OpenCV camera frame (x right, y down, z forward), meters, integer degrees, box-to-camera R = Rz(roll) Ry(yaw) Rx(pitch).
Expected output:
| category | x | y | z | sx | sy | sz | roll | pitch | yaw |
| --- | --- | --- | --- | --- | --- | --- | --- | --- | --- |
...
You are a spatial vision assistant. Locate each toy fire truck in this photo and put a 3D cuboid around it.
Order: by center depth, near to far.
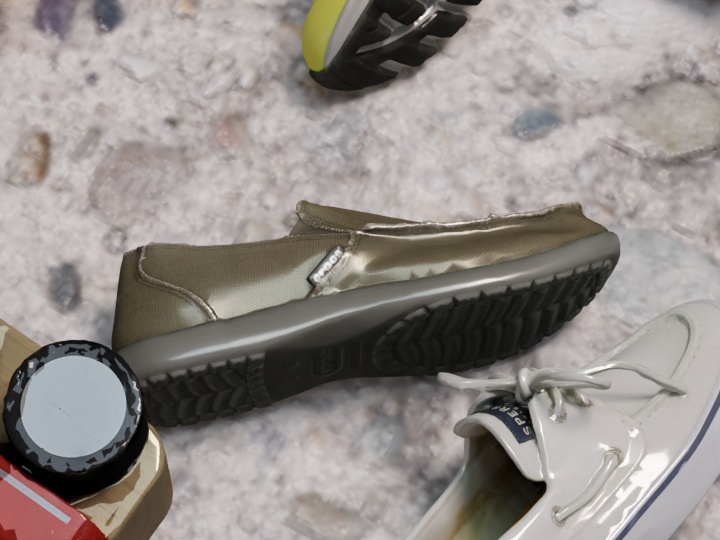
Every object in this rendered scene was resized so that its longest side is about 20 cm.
| category | x | y | z | sx | sy | sz | roll | pitch | yaw |
| --- | --- | --- | --- | --- | --- | --- | --- | --- | --- |
| toy fire truck | -0.182 | 0.083 | 0.733 | 0.175 | 0.129 | 0.201 | 33 | 72 | 11 |

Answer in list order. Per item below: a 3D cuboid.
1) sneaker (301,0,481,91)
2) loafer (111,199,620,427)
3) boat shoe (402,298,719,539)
| category | x | y | z | sx | sy | sz | roll | pitch | yaw |
| --- | --- | --- | --- | --- | --- | --- | --- | --- | --- |
| sneaker | 0.017 | -0.170 | 0.903 | 0.090 | 0.078 | 0.201 | 26 | 94 | 26 |
| loafer | 0.000 | 0.000 | 0.827 | 0.198 | 0.075 | 0.070 | -11 | 66 | -15 |
| boat shoe | 0.061 | 0.064 | 0.785 | 0.202 | 0.074 | 0.086 | -46 | 114 | -23 |
